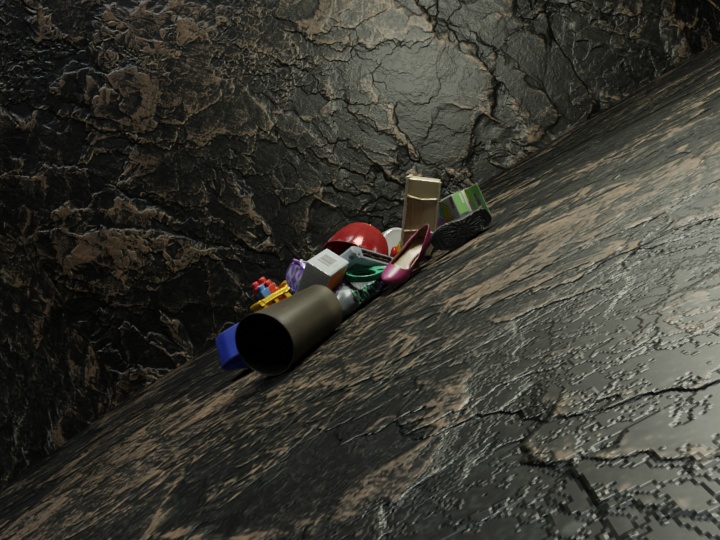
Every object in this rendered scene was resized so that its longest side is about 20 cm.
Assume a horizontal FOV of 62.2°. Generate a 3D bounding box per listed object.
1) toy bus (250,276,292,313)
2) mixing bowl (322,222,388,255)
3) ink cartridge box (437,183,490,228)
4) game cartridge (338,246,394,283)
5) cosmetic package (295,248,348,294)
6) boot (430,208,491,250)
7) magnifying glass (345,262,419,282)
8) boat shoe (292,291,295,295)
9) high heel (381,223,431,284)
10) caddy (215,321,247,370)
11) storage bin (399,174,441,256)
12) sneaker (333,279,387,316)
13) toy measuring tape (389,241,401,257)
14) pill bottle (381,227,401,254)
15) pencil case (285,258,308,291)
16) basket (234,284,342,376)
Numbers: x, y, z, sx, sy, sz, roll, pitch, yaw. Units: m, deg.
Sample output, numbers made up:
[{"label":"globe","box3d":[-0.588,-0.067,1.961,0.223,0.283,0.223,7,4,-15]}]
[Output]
[{"label":"toy bus","box3d":[-0.240,0.096,1.837,0.199,0.193,0.135,-32,2,-31]},{"label":"mixing bowl","box3d":[0.003,-0.063,1.689,0.200,0.199,0.109,-25,35,58]},{"label":"ink cartridge box","box3d":[0.271,-0.162,1.723,0.059,0.105,0.199,-22,-2,-36]},{"label":"game cartridge","box3d":[0.000,0.000,1.552,0.133,0.042,0.199,-32,-29,32]},{"label":"cosmetic package","box3d":[-0.108,0.059,1.459,0.101,0.071,0.201,-38,-25,-56]},{"label":"boot","box3d":[0.244,-0.106,1.557,0.164,0.066,0.200,-24,6,-1]},{"label":"magnifying glass","box3d":[0.057,0.000,1.488,0.198,0.023,0.079,-9,16,-25]},{"label":"boat shoe","box3d":[-0.084,0.099,1.574,0.198,0.094,0.075,1,4,21]},{"label":"high heel","box3d":[0.110,-0.041,1.443,0.200,0.067,0.097,-43,-32,-51]},{"label":"caddy","box3d":[-0.282,0.196,1.565,0.199,0.106,0.141,-31,-18,13]},{"label":"storage bin","box3d":[0.165,-0.155,1.634,0.093,0.201,0.200,6,11,5]},{"label":"sneaker","box3d":[0.004,0.048,1.456,0.087,0.075,0.200,-22,8,34]},{"label":"toy measuring tape","box3d":[0.119,-0.029,1.639,0.073,0.074,0.200,-31,15,5]},{"label":"pill bottle","box3d":[0.082,-0.065,1.937,0.112,0.113,0.200,-32,4,-22]},{"label":"pencil case","box3d":[-0.110,0.008,1.584,0.083,0.087,0.199,4,5,37]},{"label":"basket","box3d":[-0.141,0.118,1.282,0.179,0.137,0.199,-23,5,41]}]
